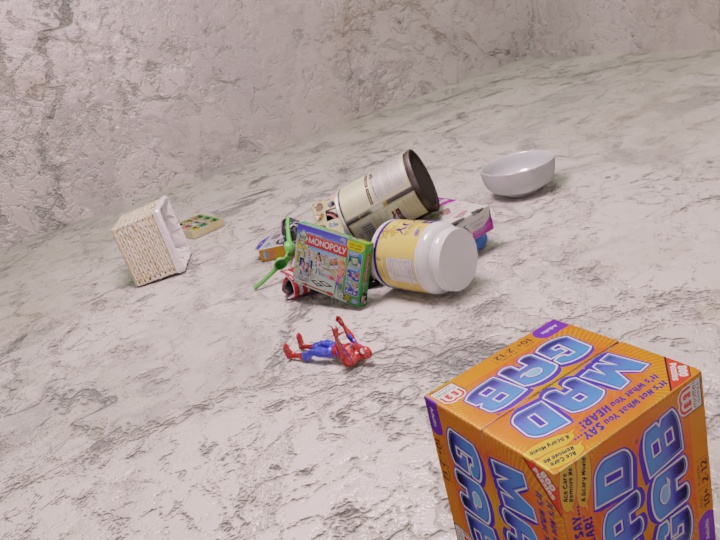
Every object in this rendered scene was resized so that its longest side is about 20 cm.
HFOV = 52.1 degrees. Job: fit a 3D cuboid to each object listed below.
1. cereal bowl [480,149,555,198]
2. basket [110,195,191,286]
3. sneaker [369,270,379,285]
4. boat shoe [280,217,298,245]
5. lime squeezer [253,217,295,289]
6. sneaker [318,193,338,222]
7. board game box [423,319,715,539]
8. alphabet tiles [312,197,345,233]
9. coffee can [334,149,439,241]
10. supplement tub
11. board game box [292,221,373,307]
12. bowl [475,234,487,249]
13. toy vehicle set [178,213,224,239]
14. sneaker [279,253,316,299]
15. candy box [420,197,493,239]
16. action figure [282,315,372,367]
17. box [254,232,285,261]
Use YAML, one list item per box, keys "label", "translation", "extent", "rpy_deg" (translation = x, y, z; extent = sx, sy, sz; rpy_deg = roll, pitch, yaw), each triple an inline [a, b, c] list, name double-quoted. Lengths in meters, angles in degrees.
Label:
- label: "cereal bowl"
  translation: [0.422, -0.249, 1.957]
  extent: [0.195, 0.085, 0.201]
  rpy_deg: [-15, 20, 5]
- label: "basket"
  translation: [-0.615, -0.086, 2.187]
  extent: [0.157, 0.204, 0.199]
  rpy_deg: [-22, 20, 0]
- label: "sneaker"
  translation: [0.000, 0.000, 1.656]
  extent: [0.196, 0.073, 0.098]
  rpy_deg: [-18, 18, -9]
- label: "boat shoe"
  translation: [-0.175, -0.099, 1.934]
  extent: [0.070, 0.069, 0.200]
  rpy_deg: [-21, 19, -5]
- label: "lime squeezer"
  translation: [-0.202, -0.038, 1.835]
  extent: [0.069, 0.038, 0.204]
  rpy_deg: [19, 77, 23]
- label: "sneaker"
  translation: [-0.068, -0.138, 1.913]
  extent: [0.073, 0.105, 0.204]
  rpy_deg: [15, 57, 0]
- label: "board game box"
  translation: [0.216, 0.204, 0.766]
  extent: [0.197, 0.204, 0.199]
  rpy_deg: [-25, 22, -24]
- label: "alphabet tiles"
  translation: [-0.033, -0.107, 1.802]
  extent: [0.163, 0.008, 0.204]
  rpy_deg: [-16, 55, 10]
- label: "coffee can"
  translation: [0.059, -0.158, 1.652]
  extent: [0.197, 0.148, 0.147]
  rpy_deg: [-26, 16, 20]
- label: "supplement tub"
  translation: [0.129, -0.030, 1.524]
  extent: [0.144, 0.149, 0.197]
  rpy_deg: [-31, 24, -36]
- label: "board game box"
  translation: [-0.063, -0.016, 1.590]
  extent: [0.197, 0.138, 0.029]
  rpy_deg: [18, 19, 36]
- label: "bowl"
  translation: [0.200, -0.073, 1.738]
  extent: [0.195, 0.040, 0.201]
  rpy_deg: [-14, 21, 5]
- label: "toy vehicle set"
  translation: [-0.568, -0.155, 2.567]
  extent: [0.123, 0.027, 0.198]
  rpy_deg: [-28, 23, -29]
- label: "sneaker"
  translation: [-0.153, 0.006, 1.760]
  extent: [0.110, 0.073, 0.200]
  rpy_deg: [-19, 22, -17]
- label: "candy box"
  translation: [0.190, -0.108, 1.688]
  extent: [0.134, 0.062, 0.199]
  rpy_deg: [-27, 22, -24]
- label: "action figure"
  translation: [-0.063, 0.123, 1.356]
  extent: [0.196, 0.101, 0.065]
  rpy_deg: [4, 28, 38]
- label: "box"
  translation: [-0.196, -0.076, 2.058]
  extent: [0.195, 0.042, 0.119]
  rpy_deg: [-12, 20, 18]
